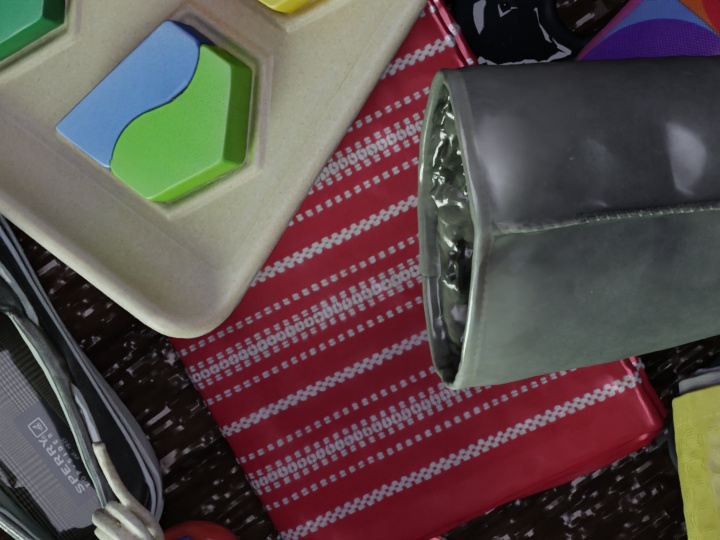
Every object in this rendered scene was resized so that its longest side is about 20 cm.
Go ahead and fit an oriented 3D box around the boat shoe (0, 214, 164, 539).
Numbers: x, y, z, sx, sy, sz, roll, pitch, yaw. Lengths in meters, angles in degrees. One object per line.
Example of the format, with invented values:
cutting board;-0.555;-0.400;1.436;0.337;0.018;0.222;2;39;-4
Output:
boat shoe;-0.138;0.018;0.845;0.072;0.071;0.200;-43;92;2

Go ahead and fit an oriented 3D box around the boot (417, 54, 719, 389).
boot;0.118;-0.055;0.714;0.200;0.073;0.182;0;105;-7

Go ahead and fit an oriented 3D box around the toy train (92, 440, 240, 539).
toy train;-0.092;0.132;0.813;0.116;0.085;0.200;-19;131;13

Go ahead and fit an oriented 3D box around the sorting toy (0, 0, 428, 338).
sorting toy;-0.072;-0.107;0.821;0.185;0.036;0.200;36;97;18

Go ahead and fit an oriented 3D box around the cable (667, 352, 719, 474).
cable;0.203;0.080;0.867;0.200;0.051;0.163;6;98;-5

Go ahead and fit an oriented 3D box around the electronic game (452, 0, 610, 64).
electronic game;0.052;-0.135;0.851;0.200;0.042;0.200;1;100;4

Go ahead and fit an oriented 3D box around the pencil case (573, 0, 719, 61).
pencil case;0.117;-0.069;0.783;0.200;0.088;0.088;-41;93;1

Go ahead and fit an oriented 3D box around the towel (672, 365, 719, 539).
towel;0.175;0.113;0.754;0.144;0.023;0.200;-8;75;11

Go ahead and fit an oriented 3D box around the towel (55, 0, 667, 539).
towel;0.000;0.000;0.852;0.145;0.022;0.200;-27;97;14

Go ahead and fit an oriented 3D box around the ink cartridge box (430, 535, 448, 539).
ink cartridge box;0.057;0.214;0.872;0.176;0.045;0.200;24;93;-3
